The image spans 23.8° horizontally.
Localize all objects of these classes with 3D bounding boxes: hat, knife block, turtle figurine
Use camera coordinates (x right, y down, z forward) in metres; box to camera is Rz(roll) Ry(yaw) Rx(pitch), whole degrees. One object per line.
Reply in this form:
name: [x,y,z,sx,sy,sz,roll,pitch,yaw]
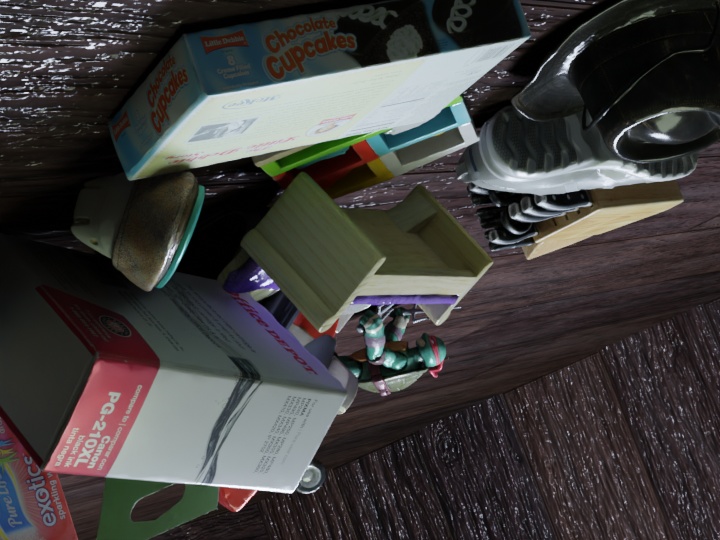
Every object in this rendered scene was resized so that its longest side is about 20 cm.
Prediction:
hat: [0.203,-0.119,1.108,0.200,0.081,0.201,-22,164,-7]
knife block: [0.182,-0.071,1.392,0.199,0.064,0.176,-19,171,-9]
turtle figurine: [0.015,0.084,1.806,0.199,0.101,0.150,-16,170,4]

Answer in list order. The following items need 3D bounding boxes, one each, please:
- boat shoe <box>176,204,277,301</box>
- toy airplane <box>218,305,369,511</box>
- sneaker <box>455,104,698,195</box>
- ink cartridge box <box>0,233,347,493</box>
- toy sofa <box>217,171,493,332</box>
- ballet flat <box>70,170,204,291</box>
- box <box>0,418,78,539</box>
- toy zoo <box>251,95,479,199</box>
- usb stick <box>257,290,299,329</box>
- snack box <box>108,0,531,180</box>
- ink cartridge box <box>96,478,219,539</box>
boat shoe: [-0.134,0.015,1.199,0.200,0.075,0.073,-40,148,15]
toy airplane: [-0.076,0.068,1.360,0.141,0.200,0.200,17,139,-30]
sneaker: [0.158,-0.093,1.243,0.199,0.075,0.082,-1,168,-30]
ink cartridge box: [-0.130,0.060,1.053,0.199,0.145,0.085,13,110,-44]
toy sofa: [0.000,0.000,1.143,0.098,0.083,0.200,-49,161,17]
ballet flat: [-0.132,-0.023,0.976,0.067,0.068,0.200,19,169,-7]
box: [-0.315,0.204,1.453,0.102,0.201,0.095,-12,169,-33]
toy zoo: [0.008,-0.082,1.103,0.131,0.021,0.200,-21,170,5]
usb stick: [-0.067,0.034,1.225,0.055,0.033,0.200,-13,-143,49]
snack box: [-0.021,-0.100,0.900,0.199,0.037,0.116,-14,169,-31]
ink cartridge box: [-0.156,0.101,1.273,0.145,0.201,0.048,-28,131,36]
